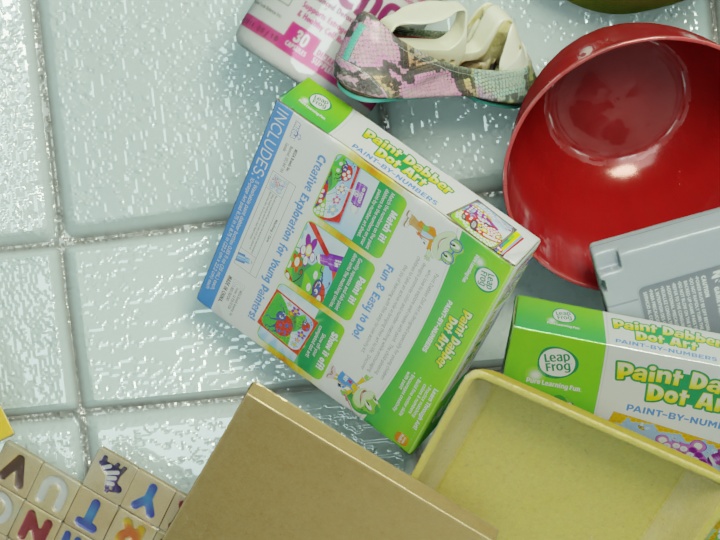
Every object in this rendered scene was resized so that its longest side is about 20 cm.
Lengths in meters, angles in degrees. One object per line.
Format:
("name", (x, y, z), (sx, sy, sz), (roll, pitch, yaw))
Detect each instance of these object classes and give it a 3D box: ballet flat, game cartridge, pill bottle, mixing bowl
("ballet flat", (0.065, -0.152, 1.351), (0.069, 0.199, 0.071), (42, 120, 36))
("game cartridge", (0.245, 0.048, 1.377), (0.133, 0.041, 0.201), (-13, 122, 7))
("pill bottle", (0.008, -0.218, 1.385), (0.113, 0.113, 0.201), (33, 93, 2))
("mixing bowl", (0.189, -0.097, 1.363), (0.199, 0.109, 0.201), (-3, 124, -5))

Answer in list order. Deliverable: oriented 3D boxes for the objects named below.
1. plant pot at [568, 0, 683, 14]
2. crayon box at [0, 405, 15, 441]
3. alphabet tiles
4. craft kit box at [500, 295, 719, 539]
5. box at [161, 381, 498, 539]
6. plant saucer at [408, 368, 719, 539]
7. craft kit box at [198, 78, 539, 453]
("plant pot", (0.218, -0.261, 1.300), (0.186, 0.200, 0.188), (-3, 101, -18))
("crayon box", (-0.365, 0.109, 1.451), (0.199, 0.052, 0.126), (-27, 90, 5))
("alphabet tiles", (-0.199, 0.217, 1.446), (0.199, 0.008, 0.168), (29, 104, 7))
("craft kit box", (0.189, 0.124, 1.374), (0.199, 0.049, 0.198), (10, 122, 4))
("box", (-0.024, 0.187, 1.367), (0.199, 0.021, 0.164), (31, 123, 0))
("plant saucer", (0.130, 0.165, 1.357), (0.199, 0.049, 0.200), (24, 124, -4))
("craft kit box", (0.000, 0.000, 1.356), (0.197, 0.048, 0.200), (38, 132, 12))
